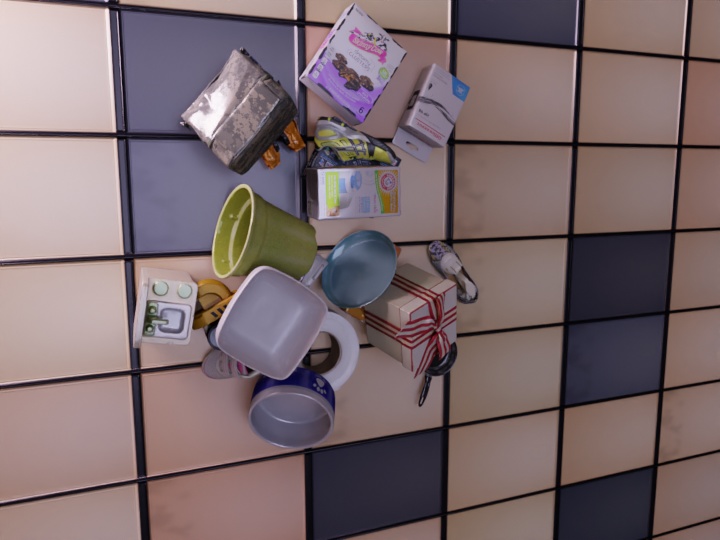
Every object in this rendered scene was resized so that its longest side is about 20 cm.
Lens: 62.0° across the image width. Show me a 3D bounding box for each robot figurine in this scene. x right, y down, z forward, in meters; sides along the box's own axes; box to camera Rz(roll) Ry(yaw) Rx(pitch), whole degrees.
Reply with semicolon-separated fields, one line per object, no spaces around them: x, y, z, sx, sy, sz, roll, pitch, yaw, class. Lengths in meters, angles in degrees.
-0.215;-0.335;1.321;0.144;0.058;0.202;-36;109;-13;robot figurine

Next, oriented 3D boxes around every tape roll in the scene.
-0.104;0.191;1.436;0.198;0.071;0.207;-3;99;-21;tape roll

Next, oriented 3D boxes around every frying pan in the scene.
0.202;0.259;1.587;0.113;0.031;0.194;-3;102;-21;frying pan

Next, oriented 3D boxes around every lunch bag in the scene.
-0.246;-0.323;1.210;0.167;0.139;0.201;42;93;1;lunch bag

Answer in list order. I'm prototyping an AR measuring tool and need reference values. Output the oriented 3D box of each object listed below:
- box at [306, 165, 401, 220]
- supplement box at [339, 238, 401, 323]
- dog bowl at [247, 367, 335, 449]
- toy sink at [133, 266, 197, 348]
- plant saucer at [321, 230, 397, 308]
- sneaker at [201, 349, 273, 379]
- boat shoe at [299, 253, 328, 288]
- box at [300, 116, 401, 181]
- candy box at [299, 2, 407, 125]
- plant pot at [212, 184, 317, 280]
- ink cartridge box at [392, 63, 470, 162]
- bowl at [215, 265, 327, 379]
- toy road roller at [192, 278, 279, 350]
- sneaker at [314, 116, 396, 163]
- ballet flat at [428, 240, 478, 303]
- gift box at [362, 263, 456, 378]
-0.015;-0.177;1.349;0.196;0.101;0.115;-4;102;-19;box
0.022;0.020;1.463;0.066;0.069;0.203;28;86;-22;supplement box
-0.156;0.317;1.376;0.195;0.080;0.203;1;129;1;dog bowl
-0.401;0.076;1.233;0.110;0.200;0.133;7;95;-21;toy sink
0.000;0.000;1.397;0.201;0.199;0.027;-53;141;-6;plant saucer
-0.270;0.200;1.338;0.196;0.088;0.083;-16;97;11;sneaker
-0.139;0.054;1.402;0.069;0.071;0.203;30;80;-13;boat shoe
-0.020;-0.240;1.417;0.198;0.046;0.161;27;88;-22;box
-0.015;-0.468;1.371;0.167;0.071;0.202;34;85;-22;candy box
-0.200;-0.062;1.310;0.182;0.199;0.204;16;92;-33;plant pot
0.171;-0.378;1.460;0.114;0.067;0.203;24;89;-23;ink cartridge box
-0.189;0.101;1.248;0.198;0.074;0.202;34;89;-29;bowl
-0.284;0.071;1.321;0.198;0.123;0.148;-30;101;-14;toy road roller
-0.014;-0.278;1.357;0.196;0.075;0.078;20;97;-11;sneaker
0.249;0.006;1.548;0.072;0.072;0.202;-40;109;-11;ballet flat
0.117;0.121;1.409;0.199;0.185;0.187;-33;129;-31;gift box
